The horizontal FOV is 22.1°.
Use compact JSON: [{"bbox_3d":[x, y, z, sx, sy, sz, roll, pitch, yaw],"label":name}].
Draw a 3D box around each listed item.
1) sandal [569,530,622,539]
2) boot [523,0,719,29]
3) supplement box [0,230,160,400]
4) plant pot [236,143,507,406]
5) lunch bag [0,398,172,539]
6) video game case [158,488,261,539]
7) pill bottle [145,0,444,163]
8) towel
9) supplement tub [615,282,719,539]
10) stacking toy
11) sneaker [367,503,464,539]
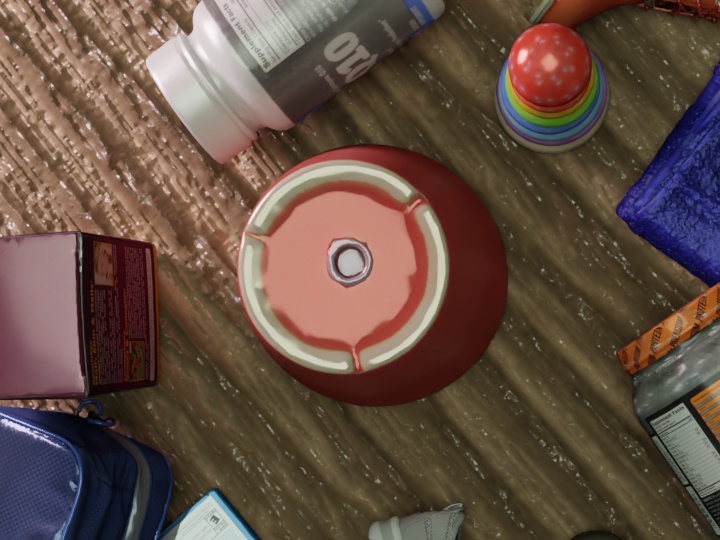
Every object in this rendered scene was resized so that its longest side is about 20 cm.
[{"bbox_3d":[0.197,0.282,1.308,0.082,0.055,0.200,-20,85,6],"label":"sandal"},{"bbox_3d":[0.218,-0.209,1.316,0.200,0.075,0.107,-31,89,4],"label":"boot"},{"bbox_3d":[-0.207,0.033,1.296,0.085,0.200,0.111,-3,88,8],"label":"supplement box"},{"bbox_3d":[0.000,0.000,1.283,0.200,0.177,0.201,0,87,7],"label":"plant pot"},{"bbox_3d":[-0.227,0.188,1.329,0.136,0.132,0.200,20,89,30],"label":"lunch bag"},{"bbox_3d":[-0.097,0.283,1.366,0.143,0.018,0.200,-41,83,4],"label":"video game case"},{"bbox_3d":[-0.049,-0.173,1.327,0.200,0.114,0.114,-36,84,5],"label":"pill bottle"},{"bbox_3d":[0.294,-0.078,1.311,0.148,0.050,0.200,36,93,8],"label":"towel"},{"bbox_3d":[0.271,0.113,1.271,0.122,0.123,0.200,-33,84,5],"label":"supplement tub"},{"bbox_3d":[0.128,-0.132,1.259,0.085,0.200,0.086,0,88,8],"label":"stacking toy"},{"bbox_3d":[0.076,0.262,1.315,0.082,0.075,0.200,-23,87,4],"label":"sneaker"}]
